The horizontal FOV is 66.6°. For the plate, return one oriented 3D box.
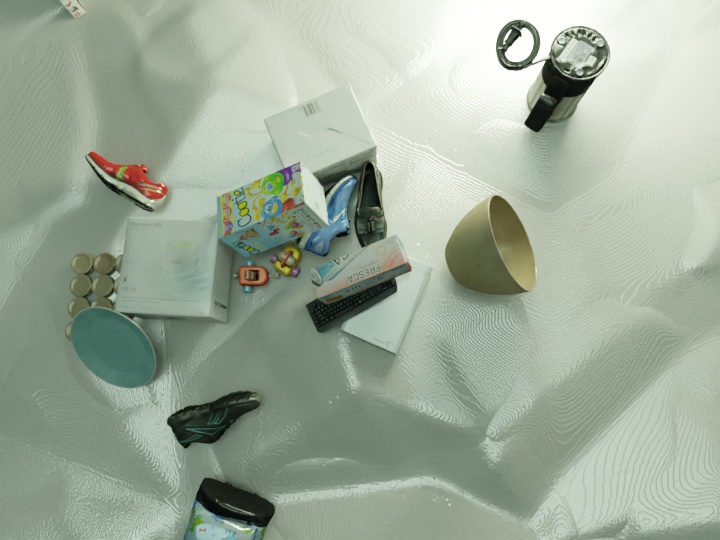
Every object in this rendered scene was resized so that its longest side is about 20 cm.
[{"bbox_3d":[-0.506,0.157,1.135,0.199,0.026,0.201,6,119,12],"label":"plate"}]

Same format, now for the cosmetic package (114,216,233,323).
[{"bbox_3d":[-0.383,0.000,1.153,0.198,0.123,0.202,2,78,3],"label":"cosmetic package"}]

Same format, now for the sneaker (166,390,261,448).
[{"bbox_3d":[-0.293,0.305,1.128,0.199,0.075,0.080,-18,93,6],"label":"sneaker"}]

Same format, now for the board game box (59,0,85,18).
[{"bbox_3d":[-0.738,-0.719,1.298,0.034,0.126,0.201,-30,80,-2],"label":"board game box"}]

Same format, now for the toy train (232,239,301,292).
[{"bbox_3d":[-0.201,-0.051,1.186,0.149,0.056,0.202,5,80,3],"label":"toy train"}]

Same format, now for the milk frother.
[{"bbox_3d":[0.382,-0.422,1.158,0.180,0.188,0.200,-36,80,-5],"label":"milk frother"}]

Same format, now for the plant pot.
[{"bbox_3d":[0.252,-0.034,1.111,0.134,0.200,0.202,-24,77,34],"label":"plant pot"}]

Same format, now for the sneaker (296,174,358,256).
[{"bbox_3d":[-0.056,-0.117,1.190,0.089,0.078,0.201,33,76,-14],"label":"sneaker"}]

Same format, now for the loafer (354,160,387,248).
[{"bbox_3d":[0.018,-0.138,1.177,0.071,0.063,0.202,-4,72,6],"label":"loafer"}]

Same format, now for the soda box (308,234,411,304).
[{"bbox_3d":[0.000,0.000,1.120,0.199,0.064,0.069,-22,70,9],"label":"soda box"}]

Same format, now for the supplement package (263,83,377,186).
[{"bbox_3d":[-0.083,-0.279,1.194,0.199,0.111,0.157,-23,80,-2],"label":"supplement package"}]

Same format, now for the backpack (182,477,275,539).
[{"bbox_3d":[-0.277,0.535,1.052,0.162,0.154,0.201,24,94,0],"label":"backpack"}]

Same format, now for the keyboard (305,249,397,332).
[{"bbox_3d":[-0.028,0.034,1.162,0.199,0.021,0.128,-29,67,6],"label":"keyboard"}]

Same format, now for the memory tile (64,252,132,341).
[{"bbox_3d":[-0.566,0.059,1.204,0.152,0.017,0.202,-1,79,3],"label":"memory tile"}]

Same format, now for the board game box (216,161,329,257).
[{"bbox_3d":[-0.179,-0.121,1.115,0.199,0.105,0.104,-19,62,16],"label":"board game box"}]

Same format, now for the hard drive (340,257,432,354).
[{"bbox_3d":[0.056,0.060,1.168,0.131,0.027,0.201,23,82,7],"label":"hard drive"}]

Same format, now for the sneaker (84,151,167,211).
[{"bbox_3d":[-0.521,-0.211,1.231,0.199,0.077,0.085,33,72,1],"label":"sneaker"}]
